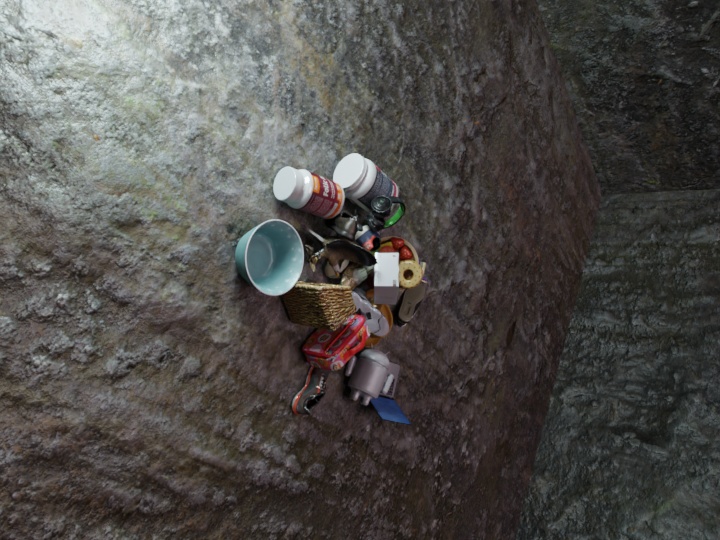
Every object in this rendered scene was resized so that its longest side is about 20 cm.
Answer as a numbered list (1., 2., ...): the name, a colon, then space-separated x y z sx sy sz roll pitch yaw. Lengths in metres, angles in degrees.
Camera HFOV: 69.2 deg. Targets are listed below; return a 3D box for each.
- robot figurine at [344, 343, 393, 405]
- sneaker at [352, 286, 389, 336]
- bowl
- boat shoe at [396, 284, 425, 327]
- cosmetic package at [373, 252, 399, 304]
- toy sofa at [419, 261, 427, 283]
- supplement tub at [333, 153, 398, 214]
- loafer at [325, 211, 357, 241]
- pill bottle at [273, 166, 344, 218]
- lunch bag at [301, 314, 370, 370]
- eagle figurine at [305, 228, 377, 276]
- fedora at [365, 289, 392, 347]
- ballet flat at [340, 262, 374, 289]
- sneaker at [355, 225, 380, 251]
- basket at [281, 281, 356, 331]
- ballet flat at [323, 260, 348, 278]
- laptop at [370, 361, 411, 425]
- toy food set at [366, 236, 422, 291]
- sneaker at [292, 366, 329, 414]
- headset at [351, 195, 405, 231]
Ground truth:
1. robot figurine: 0.029 0.352 1.768 0.168 0.113 0.202 28 73 -8
2. sneaker: 0.017 0.125 1.715 0.200 0.115 0.075 43 101 -14
3. bowl: -0.259 -0.036 1.414 0.199 0.104 0.204 -3 95 -48
4. boat shoe: 0.188 0.129 1.993 0.201 0.071 0.068 -58 168 -38
5. cosmetic package: 0.081 0.029 1.666 0.200 0.080 0.115 83 7 -68
6. toy sofa: 0.171 -0.017 1.923 0.199 0.097 0.084 24 76 -47
7. supplement tub: 0.019 -0.273 1.694 0.199 0.139 0.142 32 69 -46
8. loafer: -0.047 -0.143 1.588 0.072 0.200 0.072 27 96 -27
9. pill bottle: -0.149 -0.227 1.521 0.199 0.113 0.116 13 83 -49
10. lunch bag: -0.065 0.219 1.606 0.200 0.174 0.083 -45 125 -37
11. eagle figurine: -0.064 -0.052 1.579 0.152 0.197 0.153 89 -16 -57
12. fedora: 0.057 0.169 1.813 0.199 0.081 0.204 -4 96 -50
13. ballet flat: 0.000 0.000 1.683 0.071 0.065 0.200 65 33 -20
14. sneaker: 0.043 -0.112 1.744 0.085 0.075 0.200 53 31 0
15. basket: -0.121 0.068 1.511 0.142 0.198 0.151 -39 120 -38
16. ballet flat: -0.052 -0.063 1.685 0.069 0.069 0.202 41 62 -42
17. laptop: 0.110 0.429 1.871 0.186 0.115 0.203 28 72 -47
18. toy food set: 0.105 -0.016 1.798 0.049 0.195 0.203 -66 136 -84
19. sneaker: -0.129 0.362 1.613 0.077 0.081 0.201 52 56 -38
20. headset: 0.060 -0.168 1.647 0.198 0.095 0.124 -9 144 -31
